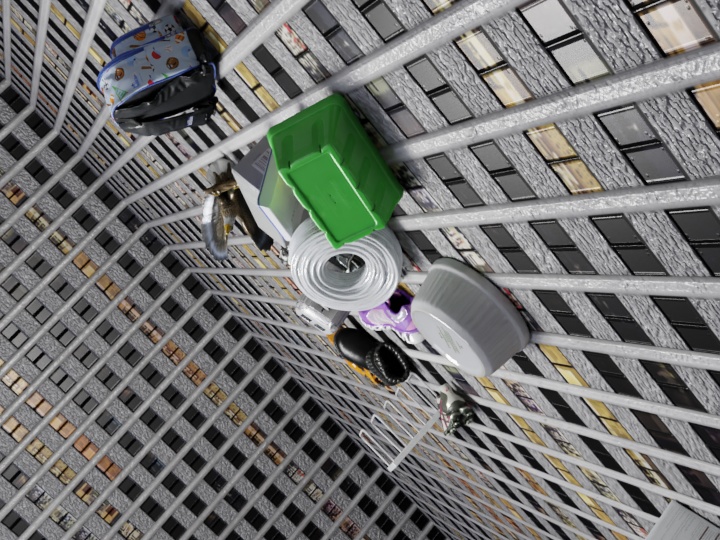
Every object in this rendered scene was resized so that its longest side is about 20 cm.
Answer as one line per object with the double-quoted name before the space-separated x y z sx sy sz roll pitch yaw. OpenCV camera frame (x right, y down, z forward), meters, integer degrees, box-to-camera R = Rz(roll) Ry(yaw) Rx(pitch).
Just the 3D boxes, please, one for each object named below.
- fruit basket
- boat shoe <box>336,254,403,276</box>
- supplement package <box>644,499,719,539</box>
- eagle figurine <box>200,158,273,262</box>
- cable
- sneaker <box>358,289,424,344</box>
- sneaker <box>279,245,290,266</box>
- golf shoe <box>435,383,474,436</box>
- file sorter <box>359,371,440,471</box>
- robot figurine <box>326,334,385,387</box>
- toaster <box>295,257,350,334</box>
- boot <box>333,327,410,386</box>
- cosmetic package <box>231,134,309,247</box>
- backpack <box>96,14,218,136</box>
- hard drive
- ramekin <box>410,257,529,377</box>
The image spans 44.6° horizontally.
"fruit basket" -0.043 -0.160 1.303 0.216 0.153 0.218 51 -154 -37
"boat shoe" 0.001 0.002 1.676 0.198 0.068 0.074 28 159 47
"supplement package" 0.573 0.492 1.431 0.199 0.110 0.114 29 160 41
"eagle figurine" -0.278 -0.124 1.902 0.150 0.152 0.201 25 151 21
"cable" -0.025 -0.015 1.505 0.070 0.197 0.201 -89 -24 -48
"sneaker" 0.060 0.072 1.717 0.199 0.080 0.089 16 143 51
"sneaker" -0.140 -0.055 1.857 0.075 0.088 0.201 28 157 48
"golf shoe" 0.212 0.317 2.006 0.089 0.076 0.201 59 168 21
"file sorter" 0.103 0.370 2.149 0.124 0.200 0.139 41 165 10
"robot figurine" -0.002 0.228 2.309 0.199 0.058 0.146 32 161 40
"toaster" -0.066 0.055 1.831 0.113 0.130 0.200 35 172 -4
"boot" 0.027 0.200 2.112 0.209 0.080 0.158 31 171 5
"cosmetic package" -0.152 -0.144 1.615 0.090 0.107 0.201 36 161 21
"backpack" -0.347 -0.324 1.478 0.156 0.189 0.200 57 167 10
"hard drive" -0.122 -0.138 1.449 0.025 0.135 0.200 12 169 10
"ramekin" 0.168 0.084 1.417 0.201 0.094 0.203 39 164 13
